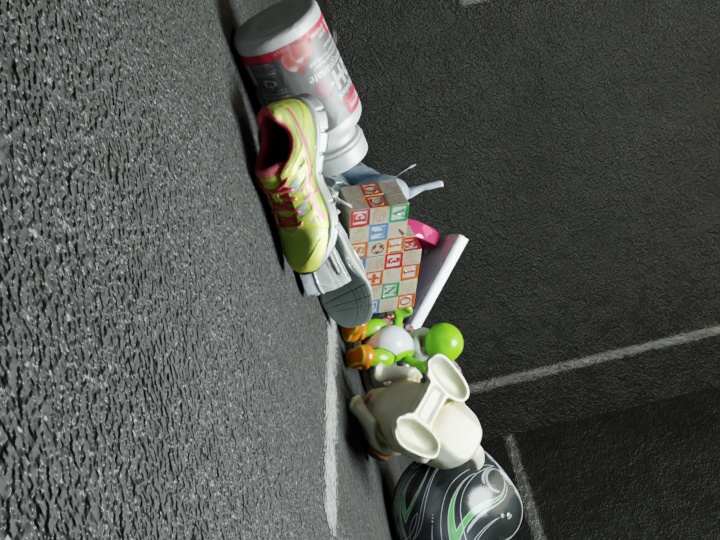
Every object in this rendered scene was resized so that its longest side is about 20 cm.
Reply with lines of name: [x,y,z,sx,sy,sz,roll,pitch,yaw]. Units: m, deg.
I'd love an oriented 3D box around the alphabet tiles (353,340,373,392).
alphabet tiles: [0.003,0.122,1.486,0.201,0.014,0.197,-95,169,-58]

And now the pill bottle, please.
pill bottle: [-0.065,-0.219,1.013,0.111,0.110,0.201,-97,163,-53]

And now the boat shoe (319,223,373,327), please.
boat shoe: [-0.033,-0.007,1.148,0.065,0.074,0.203,-89,158,-54]

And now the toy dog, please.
toy dog: [0.075,0.212,1.191,0.193,0.199,0.140,34,66,-23]

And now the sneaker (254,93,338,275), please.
sneaker: [-0.082,-0.093,0.915,0.090,0.078,0.202,-15,101,-54]

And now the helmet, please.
helmet: [0.143,0.394,1.336,0.200,0.190,0.201,44,-25,27]

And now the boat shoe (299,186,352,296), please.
boat shoe: [-0.053,-0.074,1.010,0.075,0.085,0.204,-67,141,-83]

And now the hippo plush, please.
hippo plush: [0.000,-0.079,1.313,0.159,0.199,0.162,38,-46,44]

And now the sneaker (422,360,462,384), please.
sneaker: [0.111,0.214,1.328,0.201,0.087,0.082,-76,180,-50]

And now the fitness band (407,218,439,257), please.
fitness band: [0.051,-0.068,1.541,0.144,0.198,0.038,43,59,-59]

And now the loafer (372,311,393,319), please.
loafer: [0.000,0.000,1.399,0.073,0.072,0.202,80,-6,-69]

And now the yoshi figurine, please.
yoshi figurine: [0.079,0.110,1.289,0.112,0.198,0.113,33,-68,57]

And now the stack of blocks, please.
stack of blocks: [0.027,-0.030,1.213,0.059,0.114,0.201,-115,-158,-46]

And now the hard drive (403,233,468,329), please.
hard drive: [0.120,0.027,1.519,0.027,0.201,0.132,31,-7,-12]

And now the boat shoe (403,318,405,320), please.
boat shoe: [0.037,0.010,1.512,0.201,0.084,0.069,62,14,25]

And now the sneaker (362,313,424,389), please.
sneaker: [0.054,0.098,1.423,0.067,0.107,0.203,62,15,-70]
